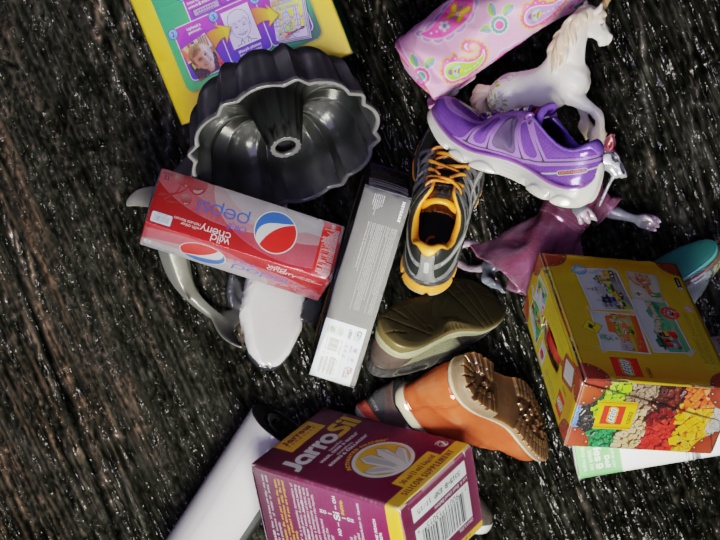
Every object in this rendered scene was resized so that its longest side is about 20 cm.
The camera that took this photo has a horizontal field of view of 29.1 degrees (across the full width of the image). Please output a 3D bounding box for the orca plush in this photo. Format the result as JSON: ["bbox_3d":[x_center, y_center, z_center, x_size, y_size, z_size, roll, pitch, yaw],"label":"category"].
[{"bbox_3d":[-0.105,0.011,1.488,0.104,0.071,0.203,-7,78,-23],"label":"orca plush"}]

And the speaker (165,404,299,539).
[{"bbox_3d":[-0.138,0.249,1.532,0.081,0.081,0.201,33,102,-2],"label":"speaker"}]

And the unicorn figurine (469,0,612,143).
[{"bbox_3d":[0.196,-0.182,1.393,0.198,0.074,0.138,-21,113,20],"label":"unicorn figurine"}]

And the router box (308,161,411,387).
[{"bbox_3d":[0.000,0.000,1.430,0.051,0.157,0.203,16,103,-3],"label":"router box"}]

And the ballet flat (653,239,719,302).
[{"bbox_3d":[0.299,0.037,1.463,0.198,0.069,0.072,-28,115,14],"label":"ballet flat"}]

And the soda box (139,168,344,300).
[{"bbox_3d":[-0.121,-0.035,1.418,0.197,0.070,0.064,18,68,-8],"label":"soda box"}]

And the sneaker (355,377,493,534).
[{"bbox_3d":[0.085,0.199,1.506,0.082,0.077,0.200,-43,95,5],"label":"sneaker"}]

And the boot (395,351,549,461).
[{"bbox_3d":[0.122,0.155,1.471,0.106,0.076,0.199,-24,138,30],"label":"boot"}]

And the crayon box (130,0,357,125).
[{"bbox_3d":[-0.126,-0.270,1.441,0.197,0.058,0.175,-21,97,9],"label":"crayon box"}]

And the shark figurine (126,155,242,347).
[{"bbox_3d":[-0.190,-0.021,1.483,0.126,0.090,0.218,-8,98,8],"label":"shark figurine"}]

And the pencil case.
[{"bbox_3d":[0.130,-0.251,1.408,0.199,0.087,0.088,-34,96,11],"label":"pencil case"}]

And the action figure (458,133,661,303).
[{"bbox_3d":[0.212,-0.055,1.449,0.148,0.133,0.202,27,90,42],"label":"action figure"}]

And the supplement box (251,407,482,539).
[{"bbox_3d":[0.007,0.230,1.424,0.198,0.131,0.105,9,120,38],"label":"supplement box"}]

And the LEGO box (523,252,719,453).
[{"bbox_3d":[0.250,0.075,1.323,0.146,0.201,0.078,5,125,-9],"label":"LEGO box"}]

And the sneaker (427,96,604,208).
[{"bbox_3d":[0.157,-0.134,1.367,0.198,0.080,0.085,27,115,28],"label":"sneaker"}]

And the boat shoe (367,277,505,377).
[{"bbox_3d":[0.074,0.061,1.434,0.072,0.200,0.066,49,125,18],"label":"boat shoe"}]

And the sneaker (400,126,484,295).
[{"bbox_3d":[0.087,-0.079,1.418,0.077,0.077,0.203,7,68,4],"label":"sneaker"}]

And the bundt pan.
[{"bbox_3d":[-0.082,-0.153,1.408,0.199,0.202,0.077,-21,57,9],"label":"bundt pan"}]

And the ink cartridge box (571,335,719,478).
[{"bbox_3d":[0.311,0.137,1.433,0.197,0.146,0.085,-10,102,8],"label":"ink cartridge box"}]
